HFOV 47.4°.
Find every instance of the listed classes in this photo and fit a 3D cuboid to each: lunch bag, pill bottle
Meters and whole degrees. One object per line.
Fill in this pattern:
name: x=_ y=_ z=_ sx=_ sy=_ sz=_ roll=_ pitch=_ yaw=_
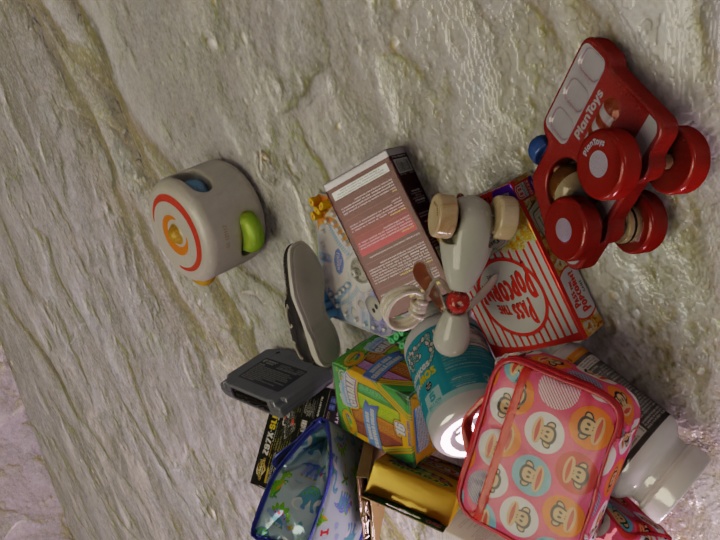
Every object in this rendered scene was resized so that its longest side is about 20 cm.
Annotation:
lunch bag: x=0.189 y=0.192 z=0.888 sx=0.175 sy=0.082 sz=0.201 roll=22 pitch=104 yaw=33
pill bottle: x=0.288 y=0.185 z=0.943 sx=0.200 sy=0.116 sz=0.117 roll=41 pitch=139 yaw=25
lunch bag: x=0.272 y=0.286 z=1.000 sx=0.200 sy=0.176 sz=0.082 roll=37 pitch=100 yaw=46
pill bottle: x=0.120 y=0.131 z=1.056 sx=0.201 sy=0.110 sz=0.111 roll=-107 pitch=20 yaw=-47
lunch bag: x=-0.059 y=0.337 z=1.255 sx=0.127 sy=0.201 sz=0.170 roll=15 pitch=165 yaw=30

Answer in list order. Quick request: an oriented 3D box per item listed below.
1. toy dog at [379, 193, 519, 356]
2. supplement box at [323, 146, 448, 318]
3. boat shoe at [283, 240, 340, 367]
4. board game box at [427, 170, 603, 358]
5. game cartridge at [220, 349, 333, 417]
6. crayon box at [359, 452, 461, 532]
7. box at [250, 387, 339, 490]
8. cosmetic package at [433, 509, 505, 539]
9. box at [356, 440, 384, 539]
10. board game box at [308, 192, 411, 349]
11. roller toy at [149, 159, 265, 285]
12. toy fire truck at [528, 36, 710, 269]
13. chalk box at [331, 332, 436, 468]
toy dog: x=0.110 y=-0.011 z=0.953 sx=0.131 sy=0.096 sz=0.201 roll=25 pitch=109 yaw=-14
supplement box: x=0.046 y=-0.048 z=1.077 sx=0.108 sy=0.061 sz=0.201 roll=-25 pitch=90 yaw=28
boat shoe: x=-0.086 y=0.053 z=1.252 sx=0.060 sy=0.074 sz=0.201 roll=0 pitch=114 yaw=42
board game box: x=0.185 y=-0.002 z=0.996 sx=0.151 sy=0.046 sz=0.201 roll=-23 pitch=96 yaw=53
game cartridge: x=-0.141 y=0.189 z=1.422 sx=0.199 sy=0.133 sz=0.042 roll=9 pitch=120 yaw=52
crayon box: x=0.086 y=0.305 z=1.172 sx=0.126 sy=0.200 sz=0.051 roll=19 pitch=93 yaw=14
box: x=-0.107 y=0.294 z=1.425 sx=0.159 sy=0.049 sz=0.201 roll=3 pitch=75 yaw=52
cosmetic package: x=0.212 y=0.437 z=1.226 sx=0.199 sy=0.081 sz=0.114 roll=16 pitch=125 yaw=41
box: x=0.024 y=0.313 z=1.280 sx=0.021 sy=0.200 sz=0.164 roll=0 pitch=119 yaw=10
board game box: x=0.000 y=0.000 z=1.207 sx=0.199 sy=0.026 sz=0.201 roll=18 pitch=119 yaw=42
roller toy: x=-0.264 y=-0.082 z=1.383 sx=0.200 sy=0.139 sz=0.183 roll=-32 pitch=88 yaw=53
toy fire truck: x=0.239 y=-0.110 z=0.833 sx=0.201 sy=0.111 sz=0.168 roll=109 pitch=145 yaw=-44
chalk box: x=0.041 y=0.176 z=1.213 sx=0.199 sy=0.124 sz=0.126 roll=17 pitch=125 yaw=42
